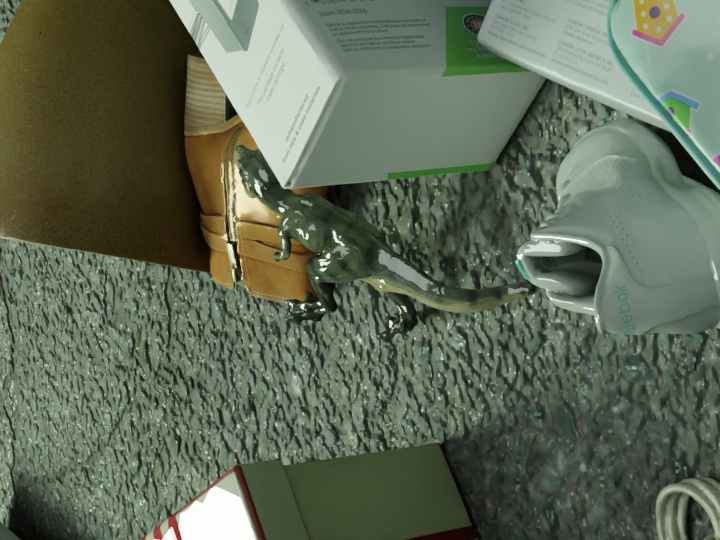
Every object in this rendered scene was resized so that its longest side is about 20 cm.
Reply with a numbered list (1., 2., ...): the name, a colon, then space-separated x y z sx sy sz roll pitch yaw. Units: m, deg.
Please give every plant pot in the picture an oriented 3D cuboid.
1. plant pot: -0.178 -0.111 1.212 0.186 0.185 0.202 7 88 53

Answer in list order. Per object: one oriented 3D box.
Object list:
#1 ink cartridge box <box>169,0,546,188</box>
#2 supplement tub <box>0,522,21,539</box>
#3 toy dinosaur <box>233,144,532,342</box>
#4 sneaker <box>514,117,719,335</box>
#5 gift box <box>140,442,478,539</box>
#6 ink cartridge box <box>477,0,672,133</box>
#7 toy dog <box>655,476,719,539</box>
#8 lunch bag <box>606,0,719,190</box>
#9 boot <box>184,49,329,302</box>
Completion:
1. ink cartridge box: -0.013 -0.148 0.990 0.201 0.145 0.084 58 138 30
2. supplement tub: -0.303 0.280 1.457 0.199 0.131 0.133 26 115 48
3. toy dinosaur: 0.000 0.000 1.041 0.199 0.048 0.089 27 138 16
4. sneaker: 0.110 -0.018 0.843 0.200 0.088 0.076 -126 19 -72
5. gift box: -0.028 0.218 1.021 0.185 0.186 0.201 -46 59 39
6. ink cartridge box: 0.155 -0.173 0.862 0.162 0.057 0.201 32 100 47
7. toy dog: 0.159 0.204 0.854 0.131 0.096 0.202 14 106 51
8. lunch bag: 0.205 -0.109 0.722 0.200 0.077 0.161 -48 61 23
9. boot: -0.034 -0.051 1.109 0.199 0.073 0.156 18 117 50
